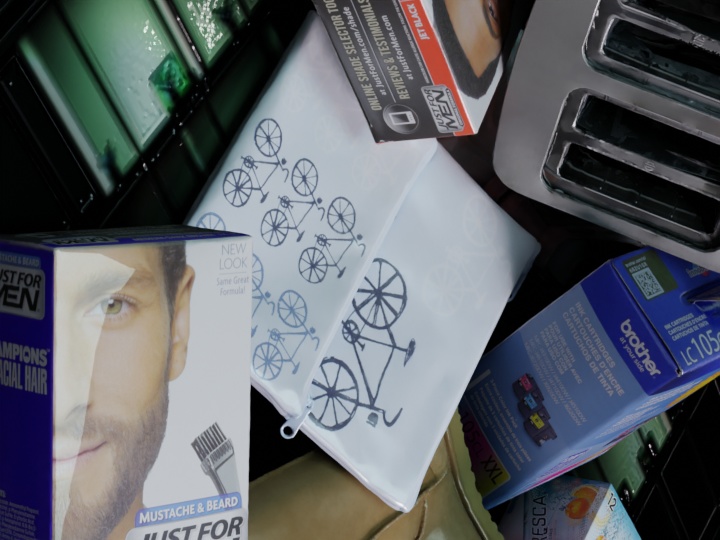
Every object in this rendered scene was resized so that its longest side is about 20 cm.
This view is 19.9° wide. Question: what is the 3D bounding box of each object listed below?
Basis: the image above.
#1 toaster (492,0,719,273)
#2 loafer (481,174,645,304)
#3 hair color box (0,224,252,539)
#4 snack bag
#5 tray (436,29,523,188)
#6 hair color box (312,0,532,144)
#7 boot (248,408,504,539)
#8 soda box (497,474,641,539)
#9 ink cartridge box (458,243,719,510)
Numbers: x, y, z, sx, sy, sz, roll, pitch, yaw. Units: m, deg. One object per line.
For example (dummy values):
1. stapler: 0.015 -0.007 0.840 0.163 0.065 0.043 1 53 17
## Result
1. toaster: 0.169 -0.117 1.049 0.119 0.199 0.181 -60 170 -48
2. loafer: 0.137 -0.001 1.215 0.200 0.063 0.072 24 106 -50
3. hair color box: -0.107 0.083 0.900 0.109 0.065 0.201 -5 97 -42
4. snack bag: 0.000 0.000 1.036 0.200 0.021 0.189 45 58 -27
5. tray: 0.101 -0.082 1.204 0.200 0.022 0.108 29 73 -51
6. hair color box: 0.046 -0.167 1.053 0.102 0.061 0.201 64 35 -36
7. boot: -0.009 0.165 1.061 0.200 0.066 0.176 -34 109 -47
8. soda box: 0.149 0.211 1.276 0.069 0.063 0.200 -59 137 -30
9. ink cartridge box: 0.149 0.042 1.131 0.136 0.200 0.077 -19 72 -47
